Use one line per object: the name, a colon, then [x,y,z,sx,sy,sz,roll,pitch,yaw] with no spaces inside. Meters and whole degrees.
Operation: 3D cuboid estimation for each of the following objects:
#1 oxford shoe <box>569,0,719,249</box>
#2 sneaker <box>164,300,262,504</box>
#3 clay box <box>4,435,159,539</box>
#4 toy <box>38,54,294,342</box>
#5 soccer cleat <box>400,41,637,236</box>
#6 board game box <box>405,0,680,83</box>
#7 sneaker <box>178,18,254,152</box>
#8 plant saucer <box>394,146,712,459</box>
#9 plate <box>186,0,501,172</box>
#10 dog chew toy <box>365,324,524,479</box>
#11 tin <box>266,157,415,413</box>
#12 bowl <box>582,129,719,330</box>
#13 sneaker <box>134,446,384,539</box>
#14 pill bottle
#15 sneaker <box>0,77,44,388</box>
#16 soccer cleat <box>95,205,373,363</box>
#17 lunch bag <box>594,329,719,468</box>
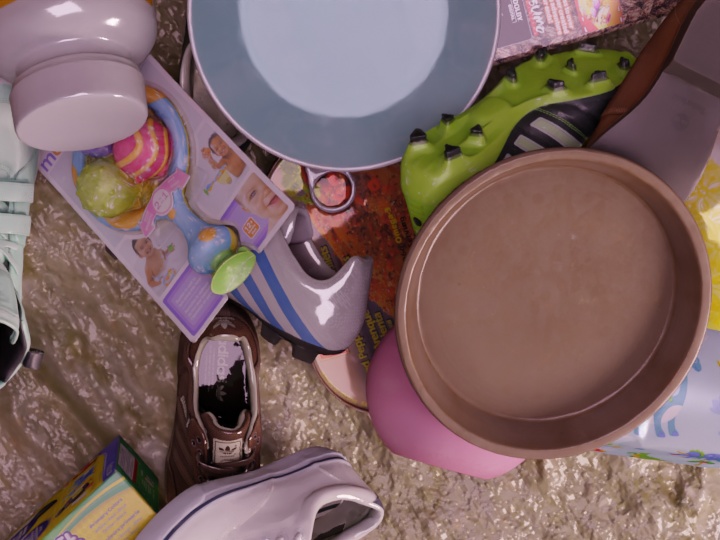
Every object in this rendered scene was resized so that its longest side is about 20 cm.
oxford shoe: [0.182,-0.092,1.360,0.071,0.071,0.201,32,101,-18]
sneaker: [-0.099,0.122,1.481,0.070,0.076,0.202,-3,97,-5]
clay box: [-0.221,0.202,1.460,0.200,0.115,0.048,-42,99,0]
toy: [-0.144,-0.063,1.406,0.200,0.047,0.115,45,109,21]
soccer cleat: [0.102,-0.081,1.383,0.199,0.067,0.082,-30,133,-31]
board game box: [0.112,-0.228,1.444,0.198,0.097,0.161,-15,99,-3]
sneaker: [-0.081,-0.165,1.437,0.066,0.090,0.202,8,96,-6]
plant saucer: [0.116,0.018,1.338,0.198,0.030,0.202,-3,110,-9]
plate: [-0.010,-0.163,1.383,0.198,0.026,0.202,0,98,-1]
dog chew toy: [0.077,0.030,1.433,0.123,0.125,0.202,15,86,-7]
tin: [0.000,0.000,1.494,0.111,0.042,0.202,-21,100,-7]
bowl: [0.244,-0.070,1.418,0.198,0.201,0.108,9,141,-7]
sneaker: [-0.067,0.173,1.434,0.199,0.071,0.074,-26,131,-37]
pill bottle: [-0.188,-0.183,1.377,0.112,0.113,0.202,-9,71,-4]
sneaker: [-0.231,-0.021,1.404,0.073,0.118,0.202,0,117,-28]
soccer cleat: [-0.079,-0.017,1.445,0.199,0.070,0.087,27,107,15]
lunch bag: [0.212,0.026,1.481,0.168,0.127,0.202,9,80,-7]
